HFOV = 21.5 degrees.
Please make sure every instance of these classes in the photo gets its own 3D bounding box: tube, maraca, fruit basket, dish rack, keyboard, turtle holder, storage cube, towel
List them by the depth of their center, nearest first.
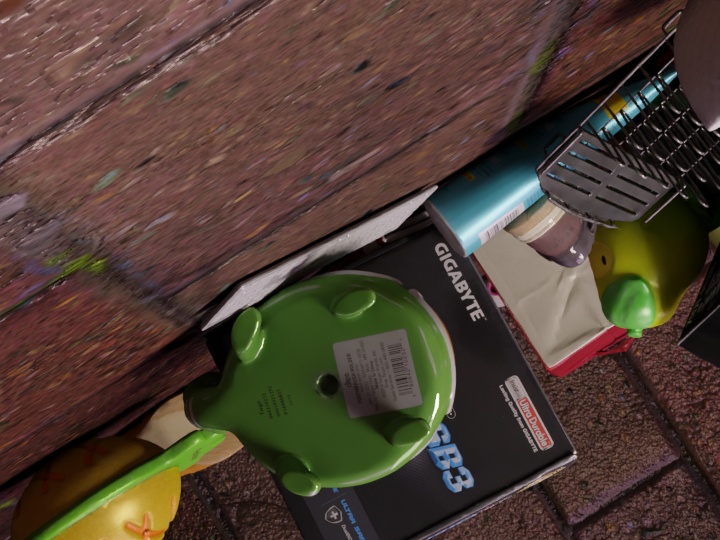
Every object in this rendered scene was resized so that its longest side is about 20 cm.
[{"bbox_3d":[-0.024,-0.011,1.238,0.200,0.011,0.056,-29,174,-44],"label":"keyboard"},{"bbox_3d":[0.216,-0.096,1.241,0.200,0.055,0.153,-45,143,21],"label":"dish rack"},{"bbox_3d":[-0.021,0.080,1.260,0.186,0.141,0.132,-44,174,16],"label":"turtle holder"},{"bbox_3d":[0.138,-0.086,1.340,0.200,0.050,0.077,-36,-164,-7],"label":"tube"},{"bbox_3d":[0.000,0.000,1.476,0.144,0.023,0.200,-25,170,-47],"label":"towel"},{"bbox_3d":[0.225,-0.059,1.504,0.216,0.156,0.216,-47,180,1],"label":"fruit basket"},{"bbox_3d":[-0.193,0.180,1.526,0.200,0.107,0.137,-32,175,-13],"label":"maraca"},{"bbox_3d":[0.248,0.006,2.193,0.171,0.200,0.180,-32,170,6],"label":"storage cube"}]

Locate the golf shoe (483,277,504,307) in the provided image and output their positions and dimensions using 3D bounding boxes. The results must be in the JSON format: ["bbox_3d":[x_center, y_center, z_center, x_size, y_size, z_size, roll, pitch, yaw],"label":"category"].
[{"bbox_3d":[0.296,-0.002,3.247,0.200,0.075,0.092,-34,172,4],"label":"golf shoe"}]

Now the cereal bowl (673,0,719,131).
[{"bbox_3d":[0.248,-0.161,1.020,0.200,0.083,0.200,-33,175,-3],"label":"cereal bowl"}]

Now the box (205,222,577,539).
[{"bbox_3d":[0.021,0.093,1.350,0.198,0.200,0.050,-26,168,-3],"label":"box"}]

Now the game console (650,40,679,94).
[{"bbox_3d":[0.308,-0.201,1.355,0.200,0.031,0.177,-32,176,-16],"label":"game console"}]

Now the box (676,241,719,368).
[{"bbox_3d":[0.334,-0.032,1.425,0.200,0.086,0.164,-63,-179,-24],"label":"box"}]

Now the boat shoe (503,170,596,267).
[{"bbox_3d":[0.147,-0.050,1.439,0.072,0.065,0.200,-38,-170,14],"label":"boat shoe"}]

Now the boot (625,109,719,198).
[{"bbox_3d":[0.298,-0.125,1.339,0.198,0.073,0.163,27,-95,51],"label":"boot"}]

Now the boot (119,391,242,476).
[{"bbox_3d":[-0.167,0.150,1.726,0.201,0.071,0.144,-30,-178,3],"label":"boot"}]

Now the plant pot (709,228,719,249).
[{"bbox_3d":[0.483,-0.123,2.473,0.200,0.184,0.200,-32,175,-3],"label":"plant pot"}]
